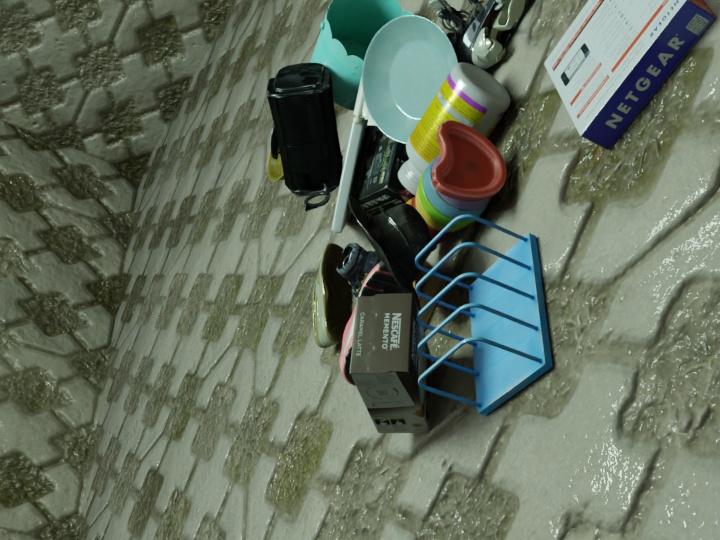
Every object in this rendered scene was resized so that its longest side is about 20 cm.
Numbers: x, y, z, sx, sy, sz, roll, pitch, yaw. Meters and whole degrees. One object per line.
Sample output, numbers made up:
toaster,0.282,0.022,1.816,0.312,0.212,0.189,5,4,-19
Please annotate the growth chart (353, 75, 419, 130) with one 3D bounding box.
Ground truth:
growth chart,0.079,-0.296,1.638,0.197,0.018,0.147,15,77,25

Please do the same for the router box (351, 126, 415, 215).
router box,0.057,-0.211,1.709,0.149,0.061,0.204,-15,59,62

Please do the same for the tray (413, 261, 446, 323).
tray,0.062,0.084,1.506,0.203,0.036,0.099,-67,23,11

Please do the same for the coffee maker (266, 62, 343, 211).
coffee maker,-0.091,-0.250,1.746,0.193,0.132,0.203,-125,20,-52

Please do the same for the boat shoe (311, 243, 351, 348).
boat shoe,-0.060,0.046,1.754,0.066,0.073,0.203,-36,41,44

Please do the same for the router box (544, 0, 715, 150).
router box,0.324,-0.283,1.197,0.201,0.048,0.181,-55,28,32

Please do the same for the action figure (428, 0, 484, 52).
action figure,0.159,-0.424,1.582,0.202,0.101,0.119,-62,3,5

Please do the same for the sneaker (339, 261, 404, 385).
sneaker,0.007,0.073,1.501,0.204,0.073,0.087,-69,20,0

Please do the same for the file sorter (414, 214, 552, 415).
file sorter,0.148,0.051,1.236,0.139,0.121,0.203,-45,34,43

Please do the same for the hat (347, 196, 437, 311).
hat,0.063,-0.043,1.380,0.080,0.201,0.201,-35,31,5

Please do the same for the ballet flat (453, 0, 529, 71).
ballet flat,0.209,-0.375,1.500,0.202,0.072,0.073,-60,25,18

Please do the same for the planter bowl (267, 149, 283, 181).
planter bowl,-0.127,-0.279,2.138,0.200,0.082,0.203,-46,34,43

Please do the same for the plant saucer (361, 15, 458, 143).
plant saucer,0.089,-0.311,1.574,0.198,0.038,0.205,10,106,38

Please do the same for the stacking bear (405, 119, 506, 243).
stacking bear,0.125,-0.106,1.428,0.200,0.112,0.123,127,157,-57

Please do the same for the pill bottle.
pill bottle,0.137,-0.208,1.480,0.201,0.103,0.105,-56,27,29

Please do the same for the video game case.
video game case,-0.018,-0.179,1.773,0.182,0.023,0.204,-71,-8,-80

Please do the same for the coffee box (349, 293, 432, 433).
coffee box,0.046,0.131,1.314,0.201,0.078,0.116,69,-158,-58

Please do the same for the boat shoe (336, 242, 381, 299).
boat shoe,0.000,0.000,1.602,0.200,0.090,0.072,142,150,-71

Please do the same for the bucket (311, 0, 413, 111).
bucket,0.009,-0.408,1.803,0.135,0.204,0.211,129,151,-52
